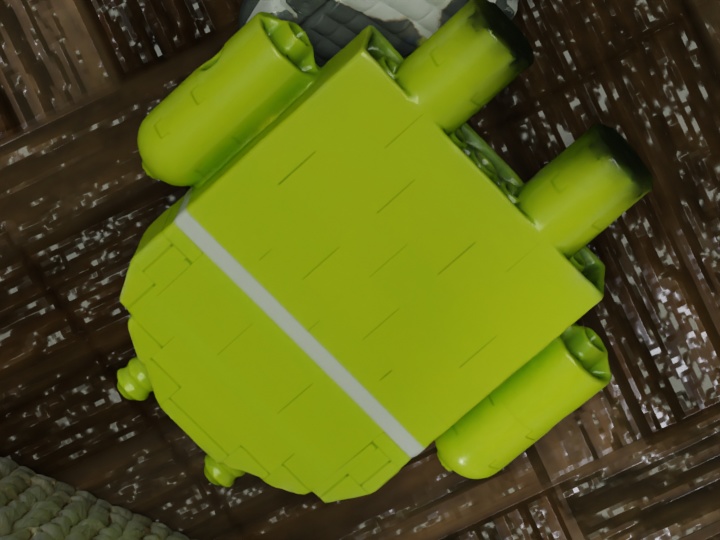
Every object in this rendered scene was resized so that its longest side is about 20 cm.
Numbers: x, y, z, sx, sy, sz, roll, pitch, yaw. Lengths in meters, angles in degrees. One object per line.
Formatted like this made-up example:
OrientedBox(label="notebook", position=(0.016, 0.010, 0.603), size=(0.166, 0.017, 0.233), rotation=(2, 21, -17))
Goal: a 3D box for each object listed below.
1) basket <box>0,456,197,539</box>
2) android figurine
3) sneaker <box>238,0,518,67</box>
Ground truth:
OrientedBox(label="basket", position=(-0.137, 0.169, 0.945), size=(0.160, 0.200, 0.199), rotation=(20, 94, 0))
OrientedBox(label="android figurine", position=(0.000, 0.000, 0.987), size=(0.182, 0.041, 0.200), rotation=(43, 111, -11))
OrientedBox(label="sneaker", position=(0.037, -0.139, 0.993), size=(0.200, 0.085, 0.074), rotation=(-35, 134, 19))
